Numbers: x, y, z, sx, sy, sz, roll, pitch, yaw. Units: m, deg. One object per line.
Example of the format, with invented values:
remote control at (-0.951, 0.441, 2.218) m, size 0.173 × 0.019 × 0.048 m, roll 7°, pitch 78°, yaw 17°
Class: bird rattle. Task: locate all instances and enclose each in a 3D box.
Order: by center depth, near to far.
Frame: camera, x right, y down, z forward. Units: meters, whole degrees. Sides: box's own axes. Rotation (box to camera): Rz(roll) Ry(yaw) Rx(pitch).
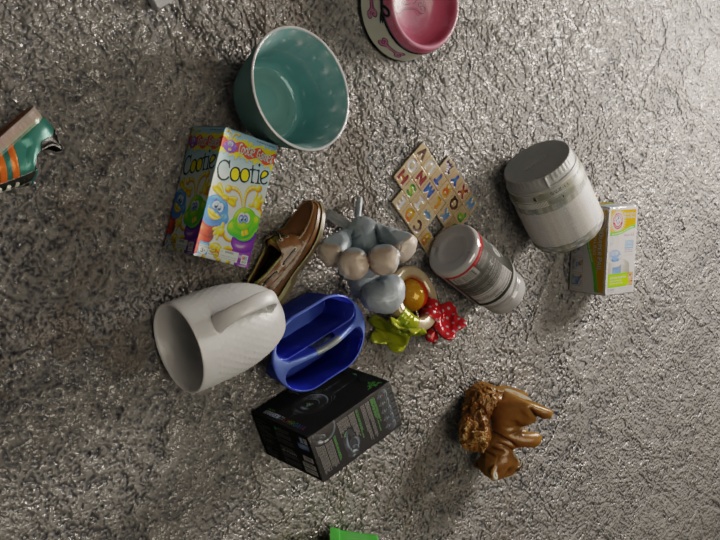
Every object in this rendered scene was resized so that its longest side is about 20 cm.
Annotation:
bird rattle at (0.112, 0.069, 1.750) m, size 0.200 × 0.113 × 0.163 m, roll -14°, pitch 87°, yaw -39°

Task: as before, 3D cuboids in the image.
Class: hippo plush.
hippo plush at (0.000, 0.000, 1.616) m, size 0.159 × 0.200 × 0.161 m, roll -24°, pitch 130°, yaw -29°

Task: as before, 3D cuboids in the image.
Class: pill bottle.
pill bottle at (0.236, 0.002, 1.824) m, size 0.200 × 0.114 × 0.114 m, roll 35°, pitch 75°, yaw -41°

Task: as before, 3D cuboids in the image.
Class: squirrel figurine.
squirrel figurine at (0.276, 0.338, 1.920) m, size 0.200 × 0.142 × 0.187 m, roll 19°, pitch 95°, yaw -25°

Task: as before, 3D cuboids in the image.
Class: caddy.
caddy at (-0.082, 0.121, 1.591) m, size 0.200 × 0.105 × 0.142 m, roll -31°, pitch 116°, yaw -32°

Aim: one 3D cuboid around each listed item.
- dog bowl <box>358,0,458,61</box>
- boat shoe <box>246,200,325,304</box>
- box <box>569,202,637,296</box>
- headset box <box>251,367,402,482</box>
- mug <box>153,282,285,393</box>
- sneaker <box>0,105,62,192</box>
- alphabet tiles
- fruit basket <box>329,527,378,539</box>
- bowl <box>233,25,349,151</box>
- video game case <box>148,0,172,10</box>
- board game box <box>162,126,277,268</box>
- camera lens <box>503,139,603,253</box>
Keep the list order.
dog bowl at (0.096, -0.482, 1.667) m, size 0.200 × 0.074 × 0.201 m, roll -7°, pitch 102°, yaw -38°
boat shoe at (-0.125, -0.037, 1.555) m, size 0.068 × 0.072 × 0.200 m, roll 33°, pitch 75°, yaw -37°
box at (0.549, -0.051, 2.080) m, size 0.112 × 0.101 × 0.201 m, roll -5°, pitch 100°, yaw -39°
headset box at (-0.052, 0.252, 1.592) m, size 0.200 × 0.174 × 0.093 m, roll -30°, pitch 115°, yaw -31°
mug at (-0.201, 0.084, 1.435) m, size 0.175 × 0.200 × 0.148 m, roll -21°, pitch 79°, yaw -37°
sneaker at (-0.487, -0.131, 1.248) m, size 0.200 × 0.071 × 0.080 m, roll -51°, pitch 120°, yaw -23°
alphabet tiles at (0.141, -0.144, 1.797) m, size 0.167 × 0.008 × 0.200 m, roll -50°, pitch 124°, yaw -22°
fruit basket at (-0.057, 0.556, 1.650) m, size 0.215 × 0.215 × 0.156 m, roll -17°, pitch 106°, yaw -36°
bowl at (-0.126, -0.280, 1.482) m, size 0.201 × 0.105 × 0.201 m, roll 9°, pitch 77°, yaw -44°
video game case at (-0.278, -0.523, 1.391) m, size 0.200 × 0.022 × 0.182 m, roll -41°, pitch 120°, yaw -27°
board game box at (-0.220, -0.116, 1.446) m, size 0.105 × 0.103 × 0.200 m, roll 15°, pitch 88°, yaw -39°
camera lens at (0.401, -0.148, 1.908) m, size 0.160 × 0.160 × 0.200 m, roll -47°, pitch 122°, yaw -24°
